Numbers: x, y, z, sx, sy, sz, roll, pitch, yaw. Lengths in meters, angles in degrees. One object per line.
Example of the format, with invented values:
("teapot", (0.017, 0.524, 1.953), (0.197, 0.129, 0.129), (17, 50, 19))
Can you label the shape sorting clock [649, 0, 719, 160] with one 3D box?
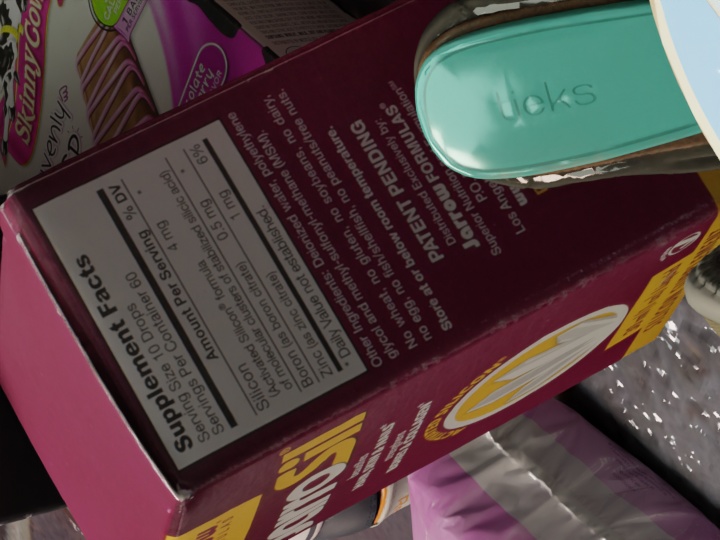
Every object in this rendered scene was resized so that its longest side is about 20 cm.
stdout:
("shape sorting clock", (0.141, -0.067, 0.629), (0.199, 0.039, 0.201), (19, 126, 29))

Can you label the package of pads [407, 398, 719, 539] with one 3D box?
("package of pads", (0.083, 0.143, 1.111), (0.120, 0.076, 0.201), (43, 157, 33))

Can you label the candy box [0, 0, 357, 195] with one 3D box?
("candy box", (-0.075, -0.059, 1.082), (0.200, 0.061, 0.137), (42, 124, 35))

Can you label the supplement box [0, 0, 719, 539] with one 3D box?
("supplement box", (0.000, 0.000, 0.886), (0.104, 0.199, 0.131), (58, 162, 13))

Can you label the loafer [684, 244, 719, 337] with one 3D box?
("loafer", (0.160, 0.032, 0.769), (0.200, 0.075, 0.070), (25, 140, 53))

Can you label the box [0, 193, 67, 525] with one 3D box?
("box", (-0.162, 0.035, 1.015), (0.199, 0.181, 0.105), (-9, 92, 50))

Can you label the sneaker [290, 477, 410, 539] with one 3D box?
("sneaker", (-0.022, 0.002, 1.143), (0.078, 0.079, 0.201), (-14, 86, 62))

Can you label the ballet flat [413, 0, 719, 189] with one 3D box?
("ballet flat", (0.108, -0.059, 0.729), (0.199, 0.068, 0.068), (1, 112, 26))
